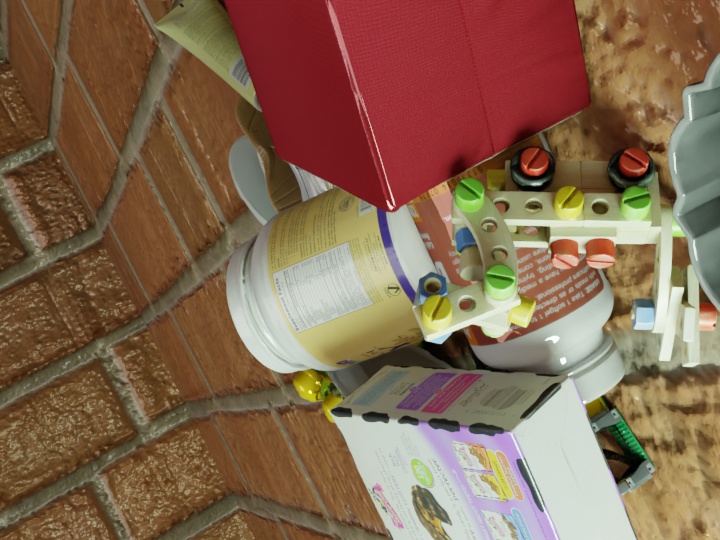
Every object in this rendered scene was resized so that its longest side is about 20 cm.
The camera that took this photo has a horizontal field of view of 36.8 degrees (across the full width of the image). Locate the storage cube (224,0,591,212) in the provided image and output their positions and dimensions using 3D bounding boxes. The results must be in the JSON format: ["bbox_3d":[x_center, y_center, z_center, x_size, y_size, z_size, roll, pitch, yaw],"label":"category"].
[{"bbox_3d":[0.022,-0.169,0.708,0.200,0.170,0.181,31,145,55],"label":"storage cube"}]

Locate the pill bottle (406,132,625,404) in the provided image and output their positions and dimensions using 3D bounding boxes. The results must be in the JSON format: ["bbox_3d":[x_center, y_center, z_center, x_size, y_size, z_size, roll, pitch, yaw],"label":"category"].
[{"bbox_3d":[0.114,-0.002,0.783,0.202,0.111,0.112,65,160,-6],"label":"pill bottle"}]

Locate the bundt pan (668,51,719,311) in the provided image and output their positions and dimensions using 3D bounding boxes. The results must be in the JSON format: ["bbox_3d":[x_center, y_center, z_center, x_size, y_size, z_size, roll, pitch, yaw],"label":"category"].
[{"bbox_3d":[0.238,-0.026,0.490,0.202,0.075,0.203,52,158,30],"label":"bundt pan"}]

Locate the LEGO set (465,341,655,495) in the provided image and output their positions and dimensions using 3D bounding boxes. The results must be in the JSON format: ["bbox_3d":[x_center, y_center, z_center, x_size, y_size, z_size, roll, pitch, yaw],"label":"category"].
[{"bbox_3d":[0.139,0.144,0.903,0.202,0.115,0.154,61,161,4],"label":"LEGO set"}]

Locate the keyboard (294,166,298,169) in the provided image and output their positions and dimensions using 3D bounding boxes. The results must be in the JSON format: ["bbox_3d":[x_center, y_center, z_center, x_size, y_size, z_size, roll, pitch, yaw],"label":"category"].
[{"bbox_3d":[-0.018,-0.132,0.952,0.126,0.021,0.203,2,111,30],"label":"keyboard"}]

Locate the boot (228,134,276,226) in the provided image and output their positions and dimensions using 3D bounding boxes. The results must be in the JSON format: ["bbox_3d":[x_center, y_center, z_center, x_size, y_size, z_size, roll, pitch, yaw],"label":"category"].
[{"bbox_3d":[-0.094,-0.063,1.277,0.201,0.073,0.095,57,162,-4],"label":"boot"}]

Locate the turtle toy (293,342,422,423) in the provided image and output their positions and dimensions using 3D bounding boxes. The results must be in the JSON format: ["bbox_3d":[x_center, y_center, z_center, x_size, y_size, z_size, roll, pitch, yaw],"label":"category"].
[{"bbox_3d":[0.027,0.118,1.153,0.101,0.146,0.200,48,171,-31],"label":"turtle toy"}]

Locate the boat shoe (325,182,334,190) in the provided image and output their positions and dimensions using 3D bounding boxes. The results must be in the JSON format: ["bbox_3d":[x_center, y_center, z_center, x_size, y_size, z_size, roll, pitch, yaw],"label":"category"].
[{"bbox_3d":[0.028,-0.054,1.015,0.069,0.073,0.202,-19,98,47],"label":"boat shoe"}]

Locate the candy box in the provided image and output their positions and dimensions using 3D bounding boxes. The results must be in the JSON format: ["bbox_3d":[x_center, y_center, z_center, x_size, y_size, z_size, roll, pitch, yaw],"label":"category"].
[{"bbox_3d":[0.089,0.160,0.791,0.199,0.071,0.169,-3,117,52],"label":"candy box"}]

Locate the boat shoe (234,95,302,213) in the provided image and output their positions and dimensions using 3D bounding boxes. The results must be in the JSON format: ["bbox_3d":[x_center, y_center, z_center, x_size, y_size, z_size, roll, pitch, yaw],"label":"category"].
[{"bbox_3d":[-0.072,-0.111,1.187,0.202,0.070,0.069,65,-174,25],"label":"boat shoe"}]

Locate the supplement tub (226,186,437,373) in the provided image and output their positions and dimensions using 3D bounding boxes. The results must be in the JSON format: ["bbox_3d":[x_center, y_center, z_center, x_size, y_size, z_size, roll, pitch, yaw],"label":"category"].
[{"bbox_3d":[0.000,0.000,0.906,0.198,0.145,0.147,-22,98,32],"label":"supplement tub"}]

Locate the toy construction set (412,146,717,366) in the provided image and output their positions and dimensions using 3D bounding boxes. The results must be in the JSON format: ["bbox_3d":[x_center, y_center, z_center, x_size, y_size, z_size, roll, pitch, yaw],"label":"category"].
[{"bbox_3d":[0.131,-0.007,0.674,0.092,0.197,0.133,112,165,-61],"label":"toy construction set"}]

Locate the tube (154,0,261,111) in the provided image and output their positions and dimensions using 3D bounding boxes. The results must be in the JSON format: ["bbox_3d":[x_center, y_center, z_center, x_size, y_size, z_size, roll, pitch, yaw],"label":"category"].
[{"bbox_3d":[-0.150,-0.249,1.206,0.200,0.058,0.052,45,129,31],"label":"tube"}]

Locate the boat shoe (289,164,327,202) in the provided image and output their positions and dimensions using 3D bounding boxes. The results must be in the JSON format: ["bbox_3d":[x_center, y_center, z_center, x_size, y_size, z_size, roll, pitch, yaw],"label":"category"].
[{"bbox_3d":[-0.032,-0.114,1.074,0.067,0.073,0.202,-25,83,48],"label":"boat shoe"}]

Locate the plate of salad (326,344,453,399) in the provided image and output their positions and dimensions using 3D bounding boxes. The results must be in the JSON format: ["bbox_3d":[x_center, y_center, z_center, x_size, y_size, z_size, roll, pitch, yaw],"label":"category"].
[{"bbox_3d":[0.048,0.122,1.008,0.200,0.199,0.048,47,117,37],"label":"plate of salad"}]
